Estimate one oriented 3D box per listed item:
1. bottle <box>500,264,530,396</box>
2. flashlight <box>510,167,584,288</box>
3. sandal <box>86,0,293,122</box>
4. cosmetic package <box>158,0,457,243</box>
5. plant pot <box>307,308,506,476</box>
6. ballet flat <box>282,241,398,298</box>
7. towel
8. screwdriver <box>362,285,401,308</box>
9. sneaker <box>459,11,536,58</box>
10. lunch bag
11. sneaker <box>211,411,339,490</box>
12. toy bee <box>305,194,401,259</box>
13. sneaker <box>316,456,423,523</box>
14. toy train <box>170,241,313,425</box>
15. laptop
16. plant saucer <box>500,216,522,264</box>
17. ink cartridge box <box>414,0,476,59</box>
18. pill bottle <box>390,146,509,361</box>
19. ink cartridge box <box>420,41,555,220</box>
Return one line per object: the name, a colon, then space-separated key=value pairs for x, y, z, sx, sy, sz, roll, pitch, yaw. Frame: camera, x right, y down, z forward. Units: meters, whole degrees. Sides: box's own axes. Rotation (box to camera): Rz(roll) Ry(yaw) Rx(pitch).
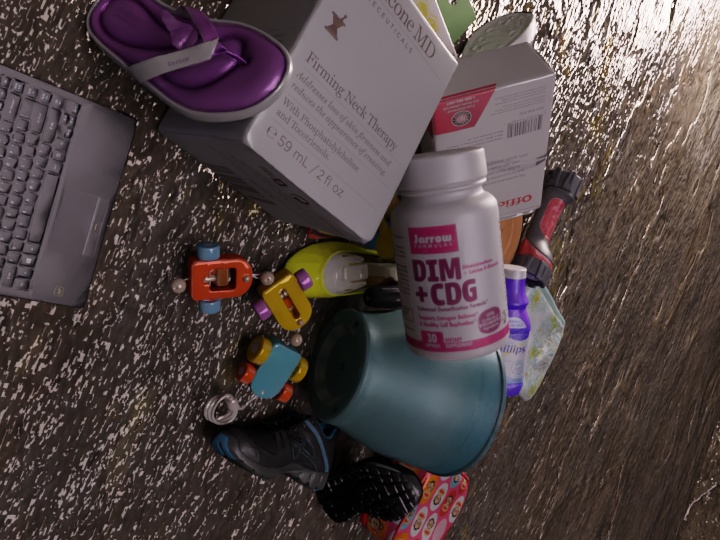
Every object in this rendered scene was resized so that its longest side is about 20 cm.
bottle: x=0.224 y=0.093 z=0.912 sx=0.082 sy=0.065 sz=0.204 roll=3 pitch=102 yaw=-11
flashlight: x=0.314 y=-0.072 z=0.970 sx=0.067 sy=0.068 sz=0.202 roll=31 pitch=78 yaw=-16
sandal: x=-0.143 y=-0.170 z=0.439 sx=0.083 sy=0.201 sz=0.050 roll=-63 pitch=159 yaw=-5
cosmetic package: x=-0.048 y=-0.164 z=0.551 sx=0.167 sy=0.165 sz=0.202 roll=35 pitch=78 yaw=-42
plant pot: x=0.044 y=0.135 z=0.722 sx=0.186 sy=0.199 sz=0.203 roll=21 pitch=88 yaw=-29
ballet flat: x=0.000 y=0.000 z=0.713 sx=0.198 sy=0.066 sz=0.068 roll=-1 pitch=95 yaw=-42
towel: x=0.293 y=0.122 z=1.038 sx=0.200 sy=0.048 sz=0.173 roll=45 pitch=71 yaw=-41
screwdriver: x=0.079 y=0.033 z=0.751 sx=0.198 sy=0.029 sz=0.028 roll=0 pitch=87 yaw=-42
sneaker: x=0.189 y=-0.244 z=0.815 sx=0.201 sy=0.080 sz=0.147 roll=-53 pitch=140 yaw=-21
lunch bag: x=0.096 y=0.338 z=0.881 sx=0.177 sy=0.081 sz=0.200 roll=-54 pitch=142 yaw=-15
sneaker: x=-0.096 y=0.201 z=0.690 sx=0.200 sy=0.072 sz=0.083 roll=39 pitch=72 yaw=-53
toy bee: x=0.032 y=-0.086 z=0.690 sx=0.199 sy=0.109 sz=0.132 roll=-27 pitch=76 yaw=-44
sneaker: x=0.023 y=0.265 z=0.749 sx=0.087 sy=0.199 sz=0.077 roll=-25 pitch=86 yaw=-39
toy train: x=-0.126 y=0.058 z=0.629 sx=0.148 sy=0.056 sz=0.203 roll=-10 pitch=114 yaw=-26
laptop: x=-0.264 y=-0.061 z=0.424 sx=0.198 sy=0.103 sz=0.180 roll=16 pitch=92 yaw=-44
plant saucer: x=0.192 y=-0.062 z=0.899 sx=0.198 sy=0.032 sz=0.204 roll=-16 pitch=114 yaw=-40
ink cartridge box: x=0.080 y=-0.315 z=0.707 sx=0.200 sy=0.048 sz=0.146 roll=-48 pitch=129 yaw=-18
pill bottle: x=0.091 y=-0.020 z=0.606 sx=0.112 sy=0.113 sz=0.203 roll=-19 pitch=106 yaw=-37
ink cartridge box: x=0.149 y=-0.155 z=0.716 sx=0.143 sy=0.086 sz=0.202 roll=-14 pitch=136 yaw=-1
